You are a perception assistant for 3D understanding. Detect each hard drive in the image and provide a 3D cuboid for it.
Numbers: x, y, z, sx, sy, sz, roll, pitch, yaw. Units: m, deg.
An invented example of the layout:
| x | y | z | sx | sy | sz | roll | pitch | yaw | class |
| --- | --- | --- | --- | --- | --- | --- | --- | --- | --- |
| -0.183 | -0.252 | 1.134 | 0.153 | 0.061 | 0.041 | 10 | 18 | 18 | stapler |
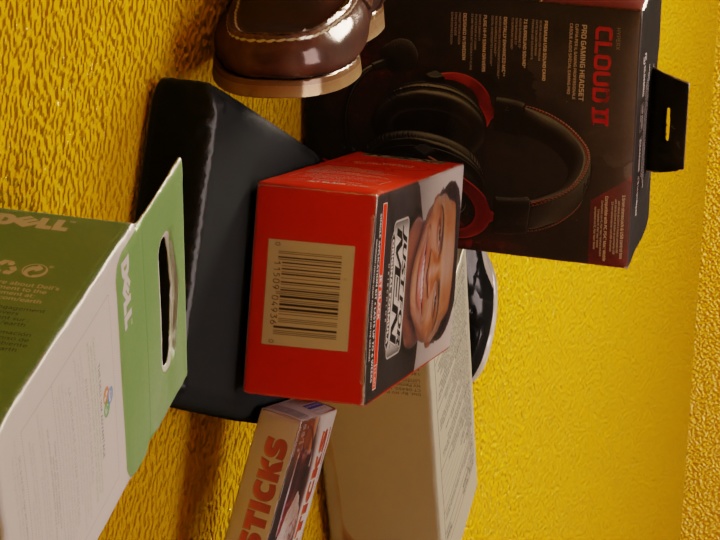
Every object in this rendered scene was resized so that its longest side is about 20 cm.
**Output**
| x | y | z | sx | sy | sz | roll | pitch | yaw | class |
| --- | --- | --- | --- | --- | --- | --- | --- | --- | --- |
| -0.063 | -0.003 | 1.240 | 0.200 | 0.033 | 0.140 | 28 | 70 | -77 | hard drive |

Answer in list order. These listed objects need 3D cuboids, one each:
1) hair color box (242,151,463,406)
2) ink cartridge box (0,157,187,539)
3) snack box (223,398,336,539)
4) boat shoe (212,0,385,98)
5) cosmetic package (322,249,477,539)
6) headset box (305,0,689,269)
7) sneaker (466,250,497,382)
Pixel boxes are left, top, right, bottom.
| x | y | z | sx | sy | sz | roll | pitch | yaw | class |
| --- | --- | --- | --- | --- | --- | --- | --- | --- | --- |
| 0.000 | 0.000 | 1.305 | 0.200 | 0.061 | 0.102 | -29 | 124 | -75 | hair color box |
| -0.119 | 0.046 | 0.960 | 0.200 | 0.059 | 0.104 | -64 | 157 | -56 | ink cartridge box |
| -0.056 | 0.162 | 1.305 | 0.072 | 0.024 | 0.200 | -9 | 115 | -77 | snack box |
| -0.027 | -0.132 | 1.257 | 0.200 | 0.070 | 0.070 | -70 | 164 | -70 | boat shoe |
| 0.022 | 0.084 | 1.563 | 0.105 | 0.071 | 0.200 | -69 | 161 | -48 | cosmetic package |
| 0.075 | -0.089 | 1.421 | 0.075 | 0.200 | 0.149 | -60 | 154 | -60 | headset box |
| 0.032 | -0.022 | 1.581 | 0.112 | 0.073 | 0.200 | -19 | 107 | -72 | sneaker |
